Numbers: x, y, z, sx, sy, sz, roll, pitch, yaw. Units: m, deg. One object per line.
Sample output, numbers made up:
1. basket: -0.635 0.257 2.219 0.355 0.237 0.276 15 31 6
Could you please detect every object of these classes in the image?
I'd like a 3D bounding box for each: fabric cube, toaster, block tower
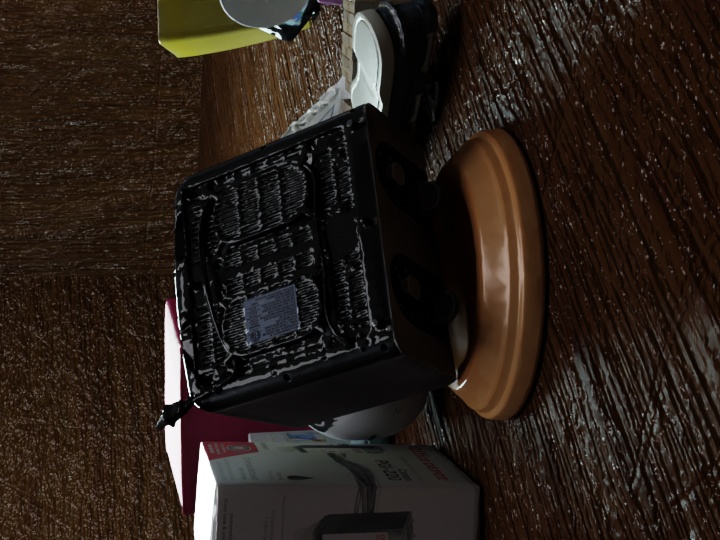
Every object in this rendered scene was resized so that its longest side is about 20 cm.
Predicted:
1. fabric cube: -0.117 0.146 1.542 0.199 0.200 0.197 -138 49 -73
2. toaster: -0.037 0.008 0.938 0.119 0.200 0.181 26 -129 -53
3. block tower: 0.013 -0.160 1.205 0.054 0.058 0.200 -125 34 -71

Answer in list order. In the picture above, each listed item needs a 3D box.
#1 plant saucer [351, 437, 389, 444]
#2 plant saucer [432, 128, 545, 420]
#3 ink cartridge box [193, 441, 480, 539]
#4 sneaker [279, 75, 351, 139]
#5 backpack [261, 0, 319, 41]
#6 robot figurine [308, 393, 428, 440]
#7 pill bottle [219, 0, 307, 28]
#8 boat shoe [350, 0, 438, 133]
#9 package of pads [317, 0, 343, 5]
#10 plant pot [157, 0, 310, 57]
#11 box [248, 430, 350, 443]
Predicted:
1. plant saucer: 0.003 0.203 1.370 0.200 0.027 0.200 178 90 -80
2. plant saucer: 0.079 0.003 0.929 0.200 0.037 0.200 179 90 -78
3. ink cartridge box: -0.022 0.186 1.041 0.146 0.200 0.085 -153 67 -77
4. sneaker: -0.030 -0.126 1.273 0.075 0.087 0.200 -149 79 -81
5. backpack: -0.075 -0.370 1.455 0.200 0.154 0.163 -30 42 64
6. robot figurine: -0.004 0.041 1.121 0.150 0.125 0.200 -12 -76 -65
7. pill bottle: -0.107 -0.320 1.263 0.112 0.112 0.200 100 159 -46
8. boat shoe: 0.028 -0.150 1.097 0.200 0.062 0.075 90 157 -60
9. package of pads: -0.022 -0.360 1.302 0.121 0.076 0.200 -131 40 -66
10. plant pot: -0.148 -0.368 1.646 0.200 0.176 0.200 -112 22 -86
11. box: -0.048 0.235 1.304 0.200 0.101 0.113 -141 51 -76
